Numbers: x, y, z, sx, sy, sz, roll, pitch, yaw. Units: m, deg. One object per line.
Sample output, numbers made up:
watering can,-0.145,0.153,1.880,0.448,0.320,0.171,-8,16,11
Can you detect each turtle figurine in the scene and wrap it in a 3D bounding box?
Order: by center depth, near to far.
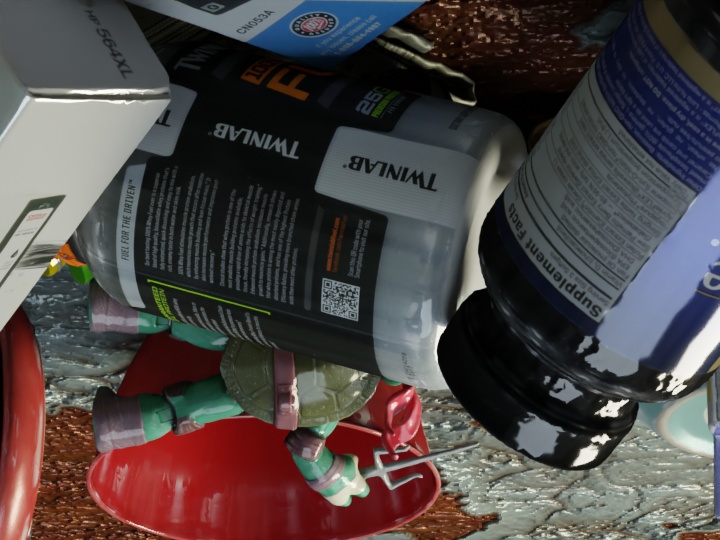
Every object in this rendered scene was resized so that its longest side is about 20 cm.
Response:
turtle figurine,-0.038,0.043,1.455,0.199,0.151,0.101,-1,171,-1

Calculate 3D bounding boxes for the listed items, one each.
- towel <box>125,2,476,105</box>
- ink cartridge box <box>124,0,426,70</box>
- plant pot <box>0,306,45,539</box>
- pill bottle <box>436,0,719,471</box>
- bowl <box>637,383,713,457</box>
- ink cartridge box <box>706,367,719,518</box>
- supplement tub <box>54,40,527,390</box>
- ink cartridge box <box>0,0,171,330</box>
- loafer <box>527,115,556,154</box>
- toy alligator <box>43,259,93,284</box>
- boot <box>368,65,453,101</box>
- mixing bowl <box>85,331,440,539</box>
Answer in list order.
towel,-0.071,-0.092,1.365,0.192,0.035,0.199,24,147,-36
ink cartridge box,-0.054,-0.169,1.132,0.199,0.084,0.145,16,151,-32
plant pot,-0.276,0.093,1.547,0.181,0.202,0.200,7,154,-23
pill bottle,0.116,-0.021,1.111,0.111,0.112,0.200,16,123,-31
bowl,0.214,0.033,1.534,0.199,0.106,0.201,-1,154,0
ink cartridge box,0.271,0.026,1.428,0.196,0.201,0.047,-3,-174,4
supplement tub,-0.036,-0.029,1.234,0.199,0.123,0.123,15,158,16
ink cartridge box,-0.187,-0.061,1.202,0.084,0.146,0.200,-3,142,-46
loafer,0.110,-0.053,1.404,0.072,0.073,0.200,27,135,-28
toy alligator,-0.147,-0.055,1.355,0.054,0.059,0.200,41,159,16
boot,0.000,0.000,1.375,0.199,0.077,0.168,-23,130,25
mixing bowl,-0.055,0.073,1.607,0.199,0.109,0.200,-1,154,0
